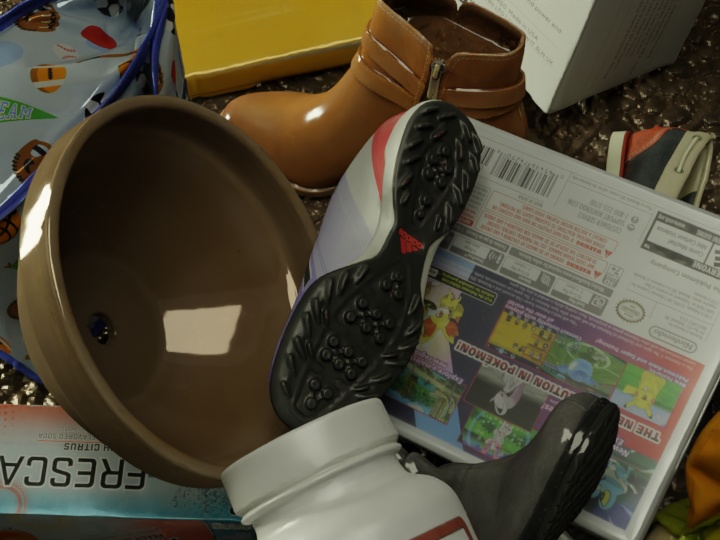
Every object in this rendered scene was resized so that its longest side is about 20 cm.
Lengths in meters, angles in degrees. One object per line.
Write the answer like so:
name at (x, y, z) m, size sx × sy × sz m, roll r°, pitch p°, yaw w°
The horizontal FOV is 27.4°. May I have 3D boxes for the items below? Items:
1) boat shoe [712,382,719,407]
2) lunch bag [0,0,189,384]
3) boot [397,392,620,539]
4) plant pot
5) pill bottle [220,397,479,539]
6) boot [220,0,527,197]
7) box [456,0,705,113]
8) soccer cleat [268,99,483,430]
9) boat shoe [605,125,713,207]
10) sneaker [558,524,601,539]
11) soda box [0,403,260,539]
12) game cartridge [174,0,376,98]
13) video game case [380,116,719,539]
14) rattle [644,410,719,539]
boat shoe at (0.266, 0.093, 0.833) m, size 0.062 × 0.075 × 0.200 m, roll -35°, pitch 56°, yaw -8°
lunch bag at (-0.168, -0.062, 0.861) m, size 0.123 × 0.170 × 0.200 m, roll 29°, pitch 61°, yaw 18°
boot at (0.038, 0.109, 0.749) m, size 0.131 × 0.201 × 0.070 m, roll 39°, pitch 37°, yaw 17°
plant pot at (-0.109, 0.018, 0.766) m, size 0.092 × 0.201 × 0.202 m, roll -20°, pitch 49°, yaw 37°
pill bottle at (0.014, 0.167, 0.676) m, size 0.112 × 0.112 × 0.201 m, roll -23°, pitch 78°, yaw -14°
boot at (0.006, -0.112, 0.903) m, size 0.199 × 0.155 × 0.074 m, roll 9°, pitch 58°, yaw 4°
box at (0.133, -0.248, 0.950) m, size 0.130 × 0.200 × 0.199 m, roll -23°, pitch 60°, yaw -31°
soccer cleat at (0.000, 0.000, 0.789) m, size 0.068 × 0.073 × 0.201 m, roll 35°, pitch 65°, yaw -23°
boat shoe at (0.177, -0.008, 0.888) m, size 0.062 × 0.071 × 0.201 m, roll 0°, pitch 50°, yaw 16°
sneaker at (0.104, 0.077, 0.827) m, size 0.090 × 0.066 × 0.200 m, roll -39°, pitch 61°, yaw 11°
soda box at (-0.150, 0.118, 0.814) m, size 0.199 × 0.064 × 0.069 m, roll 2°, pitch 57°, yaw 1°
game cartridge at (-0.077, -0.205, 1.035) m, size 0.199 × 0.032 × 0.177 m, roll -13°, pitch 60°, yaw -6°
video game case at (0.098, 0.028, 0.803) m, size 0.199 × 0.023 × 0.183 m, roll 24°, pitch 79°, yaw 23°
rattle at (0.212, 0.188, 0.739) m, size 0.129 × 0.143 × 0.201 m, roll 14°, pitch 51°, yaw -14°
